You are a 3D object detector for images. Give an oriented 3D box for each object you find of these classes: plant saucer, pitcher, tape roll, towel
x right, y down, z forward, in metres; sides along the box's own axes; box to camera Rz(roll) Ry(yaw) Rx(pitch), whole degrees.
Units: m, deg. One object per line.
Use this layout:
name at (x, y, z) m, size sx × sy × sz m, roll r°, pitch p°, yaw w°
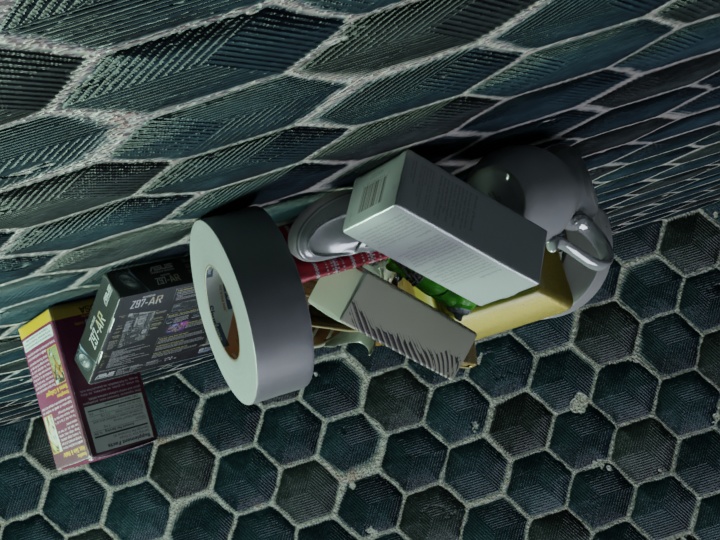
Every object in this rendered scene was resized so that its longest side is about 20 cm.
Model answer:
plant saucer at (0.152, -0.017, 1.712) m, size 0.199 × 0.201 × 0.048 m, roll -19°, pitch 169°, yaw 15°
pitcher at (0.217, -0.068, 1.557) m, size 0.121 × 0.172 × 0.200 m, roll -42°, pitch 163°, yaw 30°
tape roll at (-0.116, 0.036, 1.388) m, size 0.066 × 0.201 × 0.200 m, roll -16°, pitch 174°, yaw -19°
towel at (0.000, -0.044, 1.553) m, size 0.199 × 0.023 × 0.145 m, roll -16°, pitch -153°, yaw -10°
tape roll at (0.236, -0.034, 1.792) m, size 0.202 × 0.204 × 0.139 m, roll -19°, pitch 174°, yaw 14°

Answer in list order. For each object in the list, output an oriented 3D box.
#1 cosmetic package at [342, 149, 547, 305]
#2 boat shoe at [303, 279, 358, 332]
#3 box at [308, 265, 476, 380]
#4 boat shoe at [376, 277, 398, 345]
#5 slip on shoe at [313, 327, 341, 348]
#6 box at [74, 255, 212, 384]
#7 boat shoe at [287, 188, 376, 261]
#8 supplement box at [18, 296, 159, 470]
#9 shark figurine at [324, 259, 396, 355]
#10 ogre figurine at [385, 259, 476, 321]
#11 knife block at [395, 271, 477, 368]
cosmetic package at (0.093, -0.042, 1.422) m, size 0.199 × 0.072 × 0.101 m, roll 28°, pitch 150°, yaw -27°
boat shoe at (-0.083, 0.038, 1.600) m, size 0.199 × 0.065 × 0.071 m, roll 4°, pitch 148°, yaw -13°
box at (0.040, 0.056, 1.575) m, size 0.199 × 0.069 × 0.082 m, roll 29°, pitch 180°, yaw -36°
boat shoe at (0.023, 0.035, 1.949) m, size 0.068 × 0.201 × 0.072 m, roll 25°, pitch 135°, yaw -11°
slip on shoe at (-0.027, 0.027, 1.866) m, size 0.201 × 0.076 × 0.061 m, roll -58°, pitch -179°, yaw -13°
box at (-0.239, 0.054, 1.629) m, size 0.199 × 0.044 × 0.161 m, roll -14°, pitch 144°, yaw -38°
boat shoe at (0.015, -0.052, 1.477) m, size 0.199 × 0.072 × 0.068 m, roll -14°, pitch -155°, yaw -32°
supplement box at (-0.356, 0.146, 1.724) m, size 0.103 × 0.201 × 0.131 m, roll -13°, pitch 174°, yaw -35°
shark figurine at (0.002, 0.003, 1.724) m, size 0.089 × 0.128 × 0.215 m, roll 19°, pitch 138°, yaw 8°
ogre figurine at (0.136, -0.027, 1.628) m, size 0.098 × 0.120 × 0.200 m, roll -30°, pitch -169°, yaw 46°
knife block at (0.110, 0.015, 1.811) m, size 0.064 × 0.176 × 0.200 m, roll 11°, pitch -161°, yaw -35°
